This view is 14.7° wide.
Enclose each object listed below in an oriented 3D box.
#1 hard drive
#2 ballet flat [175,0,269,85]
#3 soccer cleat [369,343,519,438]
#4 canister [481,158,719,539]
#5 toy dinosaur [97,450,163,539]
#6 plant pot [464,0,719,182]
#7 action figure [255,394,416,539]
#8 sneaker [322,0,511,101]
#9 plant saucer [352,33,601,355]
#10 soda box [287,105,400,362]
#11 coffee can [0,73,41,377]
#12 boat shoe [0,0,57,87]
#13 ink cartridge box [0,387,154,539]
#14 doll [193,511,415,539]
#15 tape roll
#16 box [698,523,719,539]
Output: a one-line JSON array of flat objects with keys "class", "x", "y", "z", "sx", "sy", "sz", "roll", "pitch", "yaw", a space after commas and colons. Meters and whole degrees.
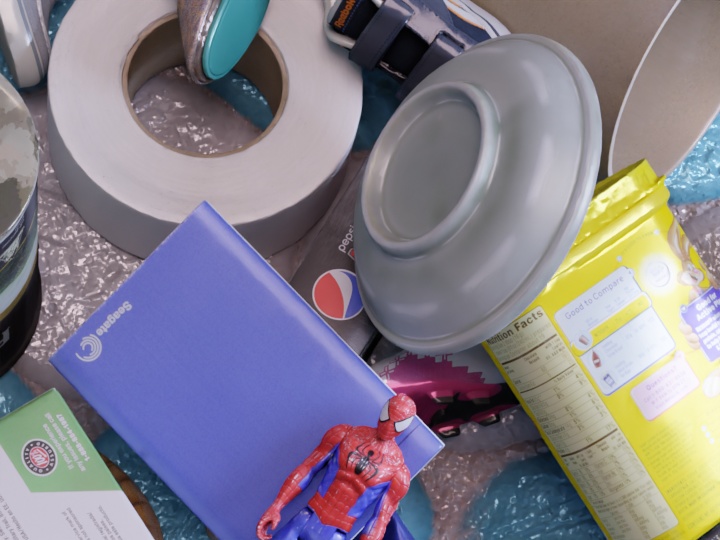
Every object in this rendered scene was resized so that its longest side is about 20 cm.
[{"class": "hard drive", "x": -0.067, "y": 0.077, "z": 1.624, "sx": 0.132, "sy": 0.025, "sz": 0.200, "roll": -45, "pitch": 85, "yaw": 2}, {"class": "ballet flat", "x": -0.079, "y": -0.200, "z": 1.747, "sx": 0.067, "sy": 0.068, "sz": 0.201, "roll": 16, "pitch": 58, "yaw": 22}, {"class": "soccer cleat", "x": 0.077, "y": 0.049, "z": 1.726, "sx": 0.199, "sy": 0.070, "sz": 0.087, "roll": -9, "pitch": 64, "yaw": -17}, {"class": "canister", "x": 0.162, "y": 0.057, "z": 1.663, "sx": 0.148, "sy": 0.087, "sz": 0.201, "roll": -33, "pitch": 92, "yaw": -20}, {"class": "toy dinosaur", "x": -0.124, "y": 0.196, "z": 1.639, "sx": 0.105, "sy": 0.060, "sz": 0.201, "roll": 9, "pitch": 66, "yaw": -1}, {"class": "plant pot", "x": 0.132, "y": -0.176, "z": 1.782, "sx": 0.199, "sy": 0.188, "sz": 0.187, "roll": 32, "pitch": 66, "yaw": 23}, {"class": "action figure", "x": -0.028, "y": 0.156, "z": 1.583, "sx": 0.065, "sy": 0.052, "sz": 0.201, "roll": 33, "pitch": 89, "yaw": 9}, {"class": "sneaker", "x": 0.030, "y": -0.147, "z": 1.732, "sx": 0.079, "sy": 0.079, "sz": 0.200, "roll": -20, "pitch": 64, "yaw": -41}, {"class": "plant saucer", "x": 0.053, "y": -0.052, "z": 1.620, "sx": 0.050, "sy": 0.200, "sz": 0.201, "roll": 25, "pitch": 60, "yaw": -36}, {"class": "soda box", "x": 0.000, "y": 0.000, "z": 1.732, "sx": 0.063, "sy": 0.071, "sz": 0.201, "roll": 30, "pitch": 67, "yaw": 6}, {"class": "coffee can", "x": -0.261, "y": -0.025, "z": 1.642, "sx": 0.145, "sy": 0.200, "sz": 0.147, "roll": 2, "pitch": 66, "yaw": -5}, {"class": "boat shoe", "x": -0.212, "y": -0.214, "z": 1.802, "sx": 0.071, "sy": 0.070, "sz": 0.202, "roll": -10, "pitch": 65, "yaw": -7}, {"class": "ink cartridge box", "x": -0.216, "y": 0.185, "z": 1.557, "sx": 0.199, "sy": 0.084, "sz": 0.145, "roll": -31, "pitch": 71, "yaw": -14}, {"class": "doll", "x": -0.040, "y": 0.123, "z": 1.659, "sx": 0.200, "sy": 0.048, "sz": 0.137, "roll": 43, "pitch": 110, "yaw": 4}, {"class": "tape roll", "x": -0.100, "y": -0.105, "z": 1.768, "sx": 0.201, "sy": 0.071, "sz": 0.204, "roll": 2, "pitch": 67, "yaw": -5}, {"class": "box", "x": 0.296, "y": 0.217, "z": 1.664, "sx": 0.163, "sy": 0.086, "sz": 0.200, "roll": -35, "pitch": 75, "yaw": -19}]
